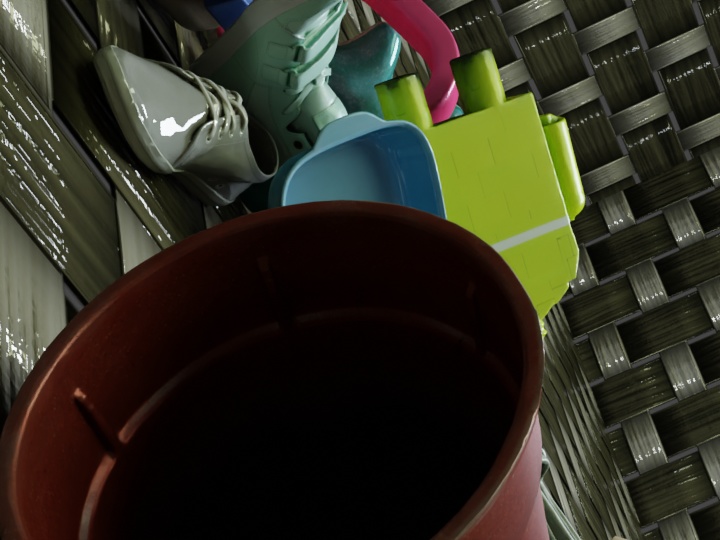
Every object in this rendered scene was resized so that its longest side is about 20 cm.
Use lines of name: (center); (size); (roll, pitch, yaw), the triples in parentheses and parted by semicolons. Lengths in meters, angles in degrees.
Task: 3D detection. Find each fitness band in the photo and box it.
fitness band: (-0.018, -0.157, 1.202); (0.200, 0.143, 0.038); (48, -22, 32)

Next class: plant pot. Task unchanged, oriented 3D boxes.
plant pot: (-0.008, 0.114, 0.654); (0.202, 0.199, 0.196); (-103, 174, -49)

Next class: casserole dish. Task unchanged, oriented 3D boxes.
casserole dish: (0.000, 0.000, 1.052); (0.039, 0.121, 0.202); (15, -57, 51)

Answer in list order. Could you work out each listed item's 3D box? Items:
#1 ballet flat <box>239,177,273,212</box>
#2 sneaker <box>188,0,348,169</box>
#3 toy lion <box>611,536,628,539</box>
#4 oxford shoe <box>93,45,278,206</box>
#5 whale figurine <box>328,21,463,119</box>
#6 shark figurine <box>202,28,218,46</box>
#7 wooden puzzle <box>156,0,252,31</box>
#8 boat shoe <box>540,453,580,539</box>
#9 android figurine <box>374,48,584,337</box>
ballet flat: (0.010, -0.021, 1.162); (0.199, 0.068, 0.071); (22, 31, -22)
sneaker: (-0.022, -0.125, 1.054); (0.118, 0.074, 0.200); (48, -30, -5)
toy lion: (0.172, 0.319, 1.203); (0.192, 0.068, 0.201); (-57, 156, -50)
oxford shoe: (-0.098, -0.089, 0.994); (0.200, 0.057, 0.076); (36, 33, -69)
whale figurine: (0.014, -0.082, 1.285); (0.104, 0.158, 0.201); (-126, -160, -48)
shark figurine: (-0.051, -0.142, 1.301); (0.215, 0.089, 0.129); (53, 17, -46)
wooden puzzle: (-0.061, -0.201, 1.082); (0.185, 0.198, 0.047); (43, 41, -66)
boat shoe: (0.091, 0.133, 1.101); (0.201, 0.062, 0.072); (64, 10, 26)
android figurine: (0.076, -0.040, 1.142); (0.041, 0.181, 0.202); (-1, -71, 61)
